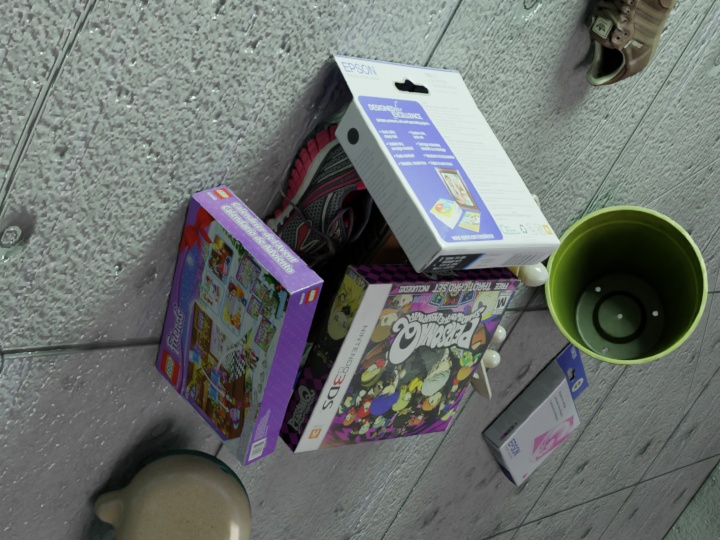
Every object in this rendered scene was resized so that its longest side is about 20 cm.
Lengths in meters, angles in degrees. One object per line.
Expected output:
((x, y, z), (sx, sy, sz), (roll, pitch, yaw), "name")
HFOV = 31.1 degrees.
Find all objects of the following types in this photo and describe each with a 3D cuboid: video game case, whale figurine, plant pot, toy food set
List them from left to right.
((-0.193, 0.265, 1.267), (0.201, 0.159, 0.104), (-52, -171, 8), "whale figurine")
((0.037, 0.076, 1.171), (0.199, 0.036, 0.182), (-1, 124, -44), "video game case")
((0.168, 0.031, 1.485), (0.144, 0.060, 0.201), (67, 42, -60), "toy food set")
((0.342, 0.041, 1.692), (0.200, 0.200, 0.193), (-46, 164, -5), "plant pot")

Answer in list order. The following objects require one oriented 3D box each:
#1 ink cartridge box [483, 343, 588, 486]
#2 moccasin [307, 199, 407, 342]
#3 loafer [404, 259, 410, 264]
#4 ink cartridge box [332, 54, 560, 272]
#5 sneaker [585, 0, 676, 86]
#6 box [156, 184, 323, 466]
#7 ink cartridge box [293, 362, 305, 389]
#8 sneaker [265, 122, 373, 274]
((0.280, 0.219, 1.953), (0.200, 0.043, 0.197), (-44, 151, -7), "ink cartridge box")
((-0.001, -0.001, 1.226), (0.077, 0.074, 0.202), (6, 133, -38), "moccasin")
((0.063, -0.034, 1.327), (0.200, 0.068, 0.071), (27, 64, -52), "loafer")
((0.069, -0.093, 1.135), (0.043, 0.201, 0.197), (-39, 159, 32), "ink cartridge box")
((0.274, -0.265, 1.323), (0.075, 0.070, 0.201), (-36, 149, -20), "sneaker")
((-0.107, 0.049, 1.099), (0.039, 0.137, 0.201), (-20, 141, -40), "box")
((-0.010, 0.084, 1.279), (0.199, 0.041, 0.200), (-34, 176, -13), "ink cartridge box")
((-0.043, -0.030, 1.159), (0.080, 0.075, 0.201), (-10, 134, -49), "sneaker")
